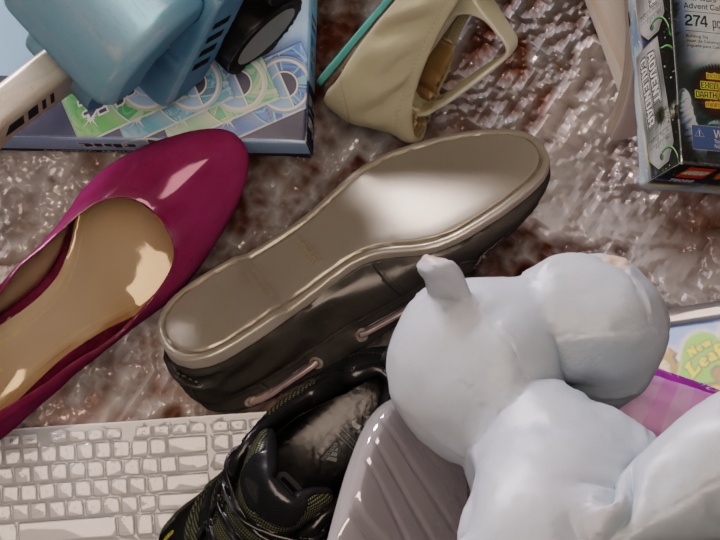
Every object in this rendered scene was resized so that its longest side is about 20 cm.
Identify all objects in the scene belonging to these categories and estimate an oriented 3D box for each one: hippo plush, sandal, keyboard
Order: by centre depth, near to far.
[{"bbox_3d":[0.075,0.083,0.998,0.199,0.160,0.161,-19,50,-13],"label":"hippo plush"},{"bbox_3d":[-0.007,0.154,1.034,0.079,0.059,0.208,31,63,-29],"label":"sandal"},{"bbox_3d":[-0.103,0.098,1.148,0.199,0.011,0.057,-4,83,3],"label":"keyboard"}]

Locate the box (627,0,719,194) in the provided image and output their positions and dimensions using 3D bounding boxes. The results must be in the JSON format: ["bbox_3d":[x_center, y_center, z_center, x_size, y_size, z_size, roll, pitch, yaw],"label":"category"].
[{"bbox_3d":[0.210,-0.098,1.060,0.199,0.040,0.138,3,74,-23],"label":"box"}]

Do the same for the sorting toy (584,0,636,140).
[{"bbox_3d":[0.172,-0.188,1.138,0.179,0.107,0.201,-18,82,-18],"label":"sorting toy"}]

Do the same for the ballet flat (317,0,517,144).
[{"bbox_3d":[0.054,-0.132,1.102,0.069,0.069,0.200,42,127,7],"label":"ballet flat"}]

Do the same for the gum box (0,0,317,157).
[{"bbox_3d":[-0.104,-0.157,1.162,0.169,0.045,0.201,2,84,3],"label":"gum box"}]

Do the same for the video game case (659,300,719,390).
[{"bbox_3d":[0.158,0.107,1.126,0.199,0.022,0.183,-8,83,2],"label":"video game case"}]

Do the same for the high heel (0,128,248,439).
[{"bbox_3d":[-0.125,0.014,1.097,0.067,0.096,0.200,44,94,-10],"label":"high heel"}]

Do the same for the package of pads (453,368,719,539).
[{"bbox_3d":[0.092,0.137,1.077,0.120,0.076,0.201,18,84,3],"label":"package of pads"}]

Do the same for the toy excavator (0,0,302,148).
[{"bbox_3d":[-0.126,-0.097,1.076,0.200,0.195,0.100,-39,83,-30],"label":"toy excavator"}]

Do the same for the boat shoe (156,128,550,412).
[{"bbox_3d":[0.000,0.000,1.139,0.199,0.057,0.067,-28,50,-4],"label":"boat shoe"}]

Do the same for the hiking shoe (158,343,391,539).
[{"bbox_3d":[-0.047,0.107,1.087,0.076,0.101,0.200,38,88,17],"label":"hiking shoe"}]
